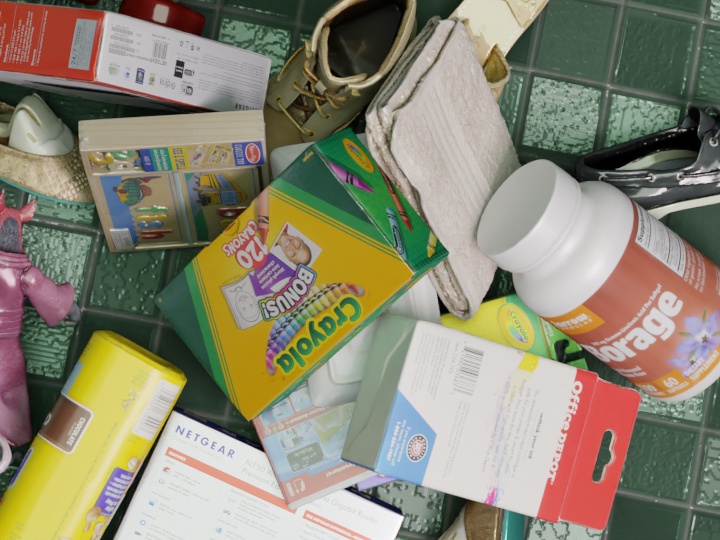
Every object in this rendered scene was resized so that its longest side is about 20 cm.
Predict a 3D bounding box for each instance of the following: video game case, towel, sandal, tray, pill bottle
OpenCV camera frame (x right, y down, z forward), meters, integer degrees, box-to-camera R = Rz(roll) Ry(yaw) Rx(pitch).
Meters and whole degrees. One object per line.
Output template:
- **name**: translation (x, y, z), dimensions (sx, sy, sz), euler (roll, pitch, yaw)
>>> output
- **video game case**: translation (-0.027, 0.063, 1.705), dimensions (0.143, 0.017, 0.200), euler (-22, 85, -1)
- **towel**: translation (0.071, -0.078, 1.663), dimensions (0.133, 0.034, 0.200), euler (-58, 135, -35)
- **sandal**: translation (0.083, -0.163, 1.723), dimensions (0.078, 0.070, 0.212), euler (33, 90, -1)
- **tray**: translation (0.000, 0.000, 1.665), dimensions (0.107, 0.022, 0.201), euler (-9, 99, 1)
- **pill bottle**: translation (0.187, 0.005, 1.674), dimensions (0.200, 0.112, 0.112), euler (34, 90, -25)

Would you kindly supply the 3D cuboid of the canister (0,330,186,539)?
- **canister**: translation (-0.211, 0.149, 1.681), dimensions (0.086, 0.149, 0.200), euler (29, 88, -2)

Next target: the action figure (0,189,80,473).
- **action figure**: translation (-0.290, 0.036, 1.684), dimensions (0.134, 0.149, 0.201), euler (14, 104, 4)

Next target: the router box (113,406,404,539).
- **router box**: translation (-0.091, 0.228, 1.732), dimensions (0.200, 0.049, 0.180), euler (25, 90, -2)

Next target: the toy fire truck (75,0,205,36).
- **toy fire truck**: translation (-0.177, -0.250, 1.666), dimensions (0.200, 0.168, 0.112), euler (21, 90, -2)

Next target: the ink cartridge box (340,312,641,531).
- **ink cartridge box**: translation (0.098, 0.114, 1.656), dimensions (0.200, 0.067, 0.116), euler (18, 86, -24)

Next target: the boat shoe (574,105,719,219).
- **boat shoe**: translation (0.257, -0.093, 1.721), dimensions (0.199, 0.075, 0.066), euler (-16, 121, 7)

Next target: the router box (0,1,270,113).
- **router box**: translation (-0.194, -0.153, 1.613), dimensions (0.179, 0.200, 0.049), euler (9, 91, 33)

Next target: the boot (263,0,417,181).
- **boot**: translation (-0.031, -0.135, 1.677), dimensions (0.200, 0.155, 0.073), euler (-45, 92, 0)

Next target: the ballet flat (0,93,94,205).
- **ballet flat**: translation (-0.280, -0.112, 1.710), dimensions (0.200, 0.071, 0.065), euler (20, 126, -3)

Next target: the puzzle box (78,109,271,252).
- **puzzle box**: translation (-0.131, -0.064, 1.657), dimensions (0.133, 0.200, 0.025), euler (-4, 69, -1)

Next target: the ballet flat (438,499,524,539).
- **ballet flat**: translation (0.095, 0.242, 1.737), dimensions (0.072, 0.068, 0.201), euler (-4, 95, 18)

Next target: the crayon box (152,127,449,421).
- **crayon box**: translation (-0.045, 0.005, 1.622), dimensions (0.119, 0.058, 0.200), euler (51, 123, 5)

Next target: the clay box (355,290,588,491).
- **clay box**: translation (0.078, 0.088, 1.734), dimensions (0.200, 0.048, 0.115), euler (-17, 89, 1)
